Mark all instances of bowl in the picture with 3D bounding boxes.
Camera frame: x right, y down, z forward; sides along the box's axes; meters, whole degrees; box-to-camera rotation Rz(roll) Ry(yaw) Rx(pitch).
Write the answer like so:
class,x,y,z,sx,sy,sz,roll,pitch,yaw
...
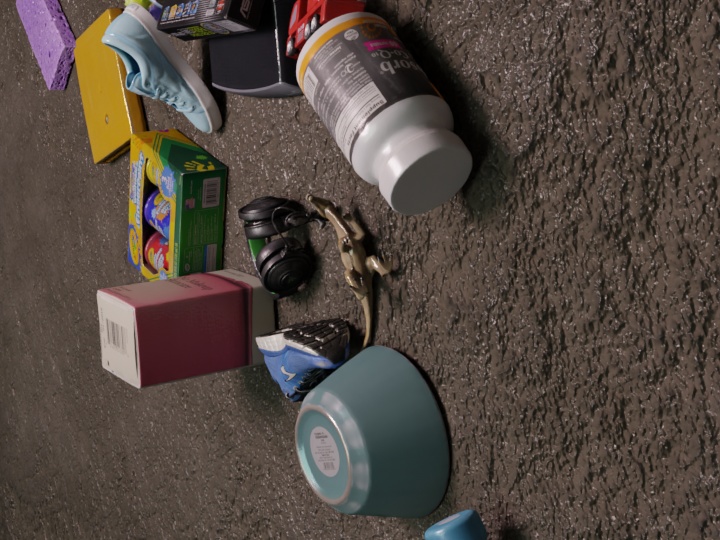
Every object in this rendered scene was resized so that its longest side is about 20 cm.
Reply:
class,x,y,z,sx,sy,sz,roll,pitch,yaw
bowl,0.000,0.194,1.534,0.201,0.105,0.201,26,123,50

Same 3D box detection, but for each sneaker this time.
class,x,y,z,sx,sy,sz,roll,pitch,yaw
sneaker,-0.266,-0.247,1.793,0.200,0.082,0.074,52,162,-21
sneaker,-0.060,0.110,1.654,0.200,0.078,0.089,-9,99,68

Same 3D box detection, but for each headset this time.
class,x,y,z,sx,sy,sz,roll,pitch,yaw
headset,-0.091,-0.039,1.676,0.200,0.094,0.124,133,118,-71

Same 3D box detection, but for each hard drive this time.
class,x,y,z,sx,sy,sz,roll,pitch,yaw
hard drive,-0.130,-0.277,1.673,0.200,0.042,0.135,12,109,57

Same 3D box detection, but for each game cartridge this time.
class,x,y,z,sx,sy,sz,roll,pitch,yaw
game cartridge,-0.387,-0.280,2.106,0.176,0.032,0.201,-18,81,59

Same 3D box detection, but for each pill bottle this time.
class,x,y,z,sx,sy,sz,roll,pitch,yaw
pill bottle,0.025,-0.159,1.386,0.200,0.116,0.117,57,142,31

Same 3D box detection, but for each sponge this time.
class,x,y,z,sx,sy,sz,roll,pitch,yaw
sponge,-0.529,-0.412,2.295,0.200,0.030,0.112,64,145,25

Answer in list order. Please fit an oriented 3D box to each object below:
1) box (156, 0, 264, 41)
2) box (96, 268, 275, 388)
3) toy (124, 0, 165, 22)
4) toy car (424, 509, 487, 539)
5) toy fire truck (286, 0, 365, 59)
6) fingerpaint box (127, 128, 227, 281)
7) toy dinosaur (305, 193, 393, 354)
class,x,y,z,sx,sy,sz,roll,pitch,yaw
box,-0.168,-0.365,1.651,0.200,0.044,0.161,9,83,57
box,-0.225,0.072,1.777,0.128,0.199,0.109,17,112,56
toy,-0.282,-0.358,1.824,0.047,0.115,0.200,-52,47,12
toy car,0.072,0.369,1.434,0.185,0.177,0.200,64,160,4
toy fire truck,-0.028,-0.314,1.473,0.200,0.049,0.142,160,117,-70
fingerpaint box,-0.260,-0.076,1.914,0.167,0.073,0.201,37,129,48
toy dinosaur,0.000,0.000,1.550,0.101,0.058,0.201,-165,54,-74
